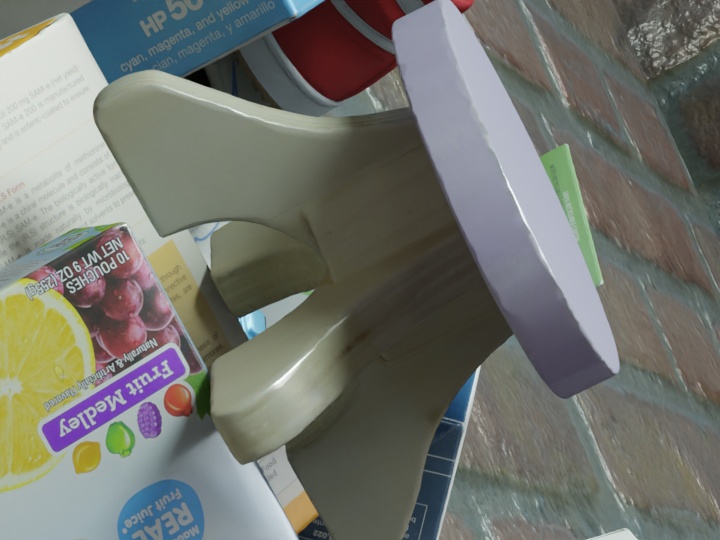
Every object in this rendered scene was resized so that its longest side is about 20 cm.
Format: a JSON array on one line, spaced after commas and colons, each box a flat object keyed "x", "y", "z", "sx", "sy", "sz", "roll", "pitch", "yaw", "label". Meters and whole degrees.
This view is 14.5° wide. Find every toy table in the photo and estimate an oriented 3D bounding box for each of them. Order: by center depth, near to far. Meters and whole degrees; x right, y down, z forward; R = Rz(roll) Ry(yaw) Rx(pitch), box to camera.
[{"x": 0.006, "y": -0.003, "z": 0.929, "sx": 0.184, "sy": 0.117, "sz": 0.200, "roll": 63, "pitch": 7, "yaw": -6, "label": "toy table"}]

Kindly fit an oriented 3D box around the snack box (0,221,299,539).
[{"x": -0.091, "y": 0.104, "z": 0.887, "sx": 0.200, "sy": 0.142, "sz": 0.053, "roll": 63, "pitch": -23, "yaw": -8, "label": "snack box"}]

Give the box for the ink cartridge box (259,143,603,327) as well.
[{"x": 0.000, "y": 0.000, "z": 1.262, "sx": 0.059, "sy": 0.200, "sz": 0.104, "roll": 54, "pitch": 17, "yaw": -35, "label": "ink cartridge box"}]

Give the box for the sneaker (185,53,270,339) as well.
[{"x": -0.081, "y": -0.012, "z": 1.158, "sx": 0.087, "sy": 0.075, "sz": 0.200, "roll": 21, "pitch": 77, "yaw": -53, "label": "sneaker"}]

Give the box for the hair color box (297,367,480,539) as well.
[{"x": -0.006, "y": 0.125, "z": 1.085, "sx": 0.100, "sy": 0.060, "sz": 0.200, "roll": -67, "pitch": 170, "yaw": -72, "label": "hair color box"}]

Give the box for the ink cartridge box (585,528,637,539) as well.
[{"x": 0.123, "y": 0.242, "z": 1.303, "sx": 0.145, "sy": 0.084, "sz": 0.200, "roll": -131, "pitch": -151, "yaw": -56, "label": "ink cartridge box"}]

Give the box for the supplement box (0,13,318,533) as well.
[{"x": -0.112, "y": 0.031, "z": 0.970, "sx": 0.126, "sy": 0.074, "sz": 0.200, "roll": -37, "pitch": 104, "yaw": -43, "label": "supplement box"}]

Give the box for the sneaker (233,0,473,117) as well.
[{"x": -0.029, "y": -0.169, "z": 1.120, "sx": 0.200, "sy": 0.112, "sz": 0.071, "roll": 59, "pitch": 28, "yaw": -4, "label": "sneaker"}]

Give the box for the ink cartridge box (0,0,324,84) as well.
[{"x": -0.095, "y": -0.169, "z": 1.034, "sx": 0.200, "sy": 0.125, "sz": 0.129, "roll": 61, "pitch": 28, "yaw": -8, "label": "ink cartridge box"}]
